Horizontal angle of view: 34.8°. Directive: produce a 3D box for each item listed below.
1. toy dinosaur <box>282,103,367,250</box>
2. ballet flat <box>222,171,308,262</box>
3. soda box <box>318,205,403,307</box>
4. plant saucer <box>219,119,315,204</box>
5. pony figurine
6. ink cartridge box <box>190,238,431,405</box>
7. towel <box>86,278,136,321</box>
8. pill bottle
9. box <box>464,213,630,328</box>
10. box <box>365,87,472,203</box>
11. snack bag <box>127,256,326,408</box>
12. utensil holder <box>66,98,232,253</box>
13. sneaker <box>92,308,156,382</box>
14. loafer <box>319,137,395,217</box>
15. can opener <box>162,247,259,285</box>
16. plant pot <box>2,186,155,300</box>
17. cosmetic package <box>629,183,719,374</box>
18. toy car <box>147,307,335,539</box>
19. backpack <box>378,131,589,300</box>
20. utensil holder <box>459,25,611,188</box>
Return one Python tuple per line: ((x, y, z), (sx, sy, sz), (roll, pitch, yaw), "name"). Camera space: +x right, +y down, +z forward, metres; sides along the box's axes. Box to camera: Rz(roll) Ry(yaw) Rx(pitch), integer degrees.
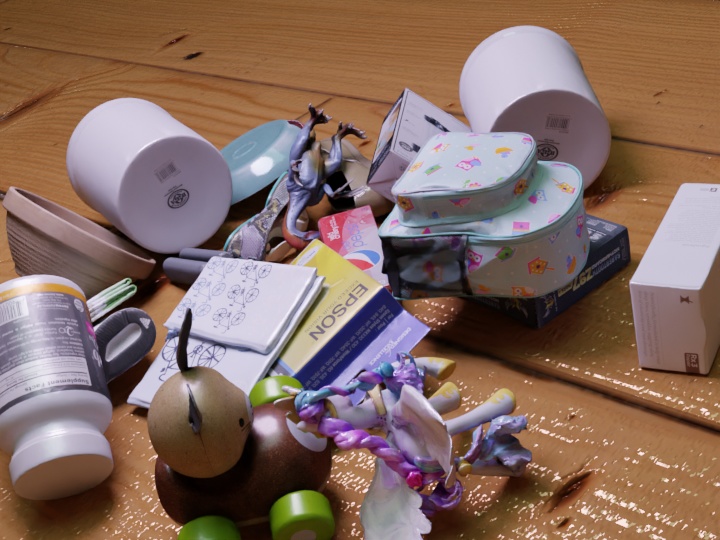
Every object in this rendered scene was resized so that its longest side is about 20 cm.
((-0.058, -0.109, 1.467), (0.182, 0.105, 0.200), (-66, 17, -9), "toy dinosaur")
((-0.106, -0.058, 1.479), (0.072, 0.072, 0.200), (1, 32, 24), "ballet flat")
((0.000, 0.000, 1.319), (0.070, 0.064, 0.200), (-15, 30, -2), "soda box")
((-0.157, -0.158, 1.628), (0.200, 0.036, 0.200), (-28, 23, 13), "plant saucer")
((0.047, 0.146, 0.963), (0.199, 0.167, 0.193), (-4, 34, -35), "pony figurine")
((-0.058, 0.078, 1.161), (0.198, 0.047, 0.200), (-45, 35, -9), "ink cartridge box")
((-0.357, 0.077, 1.301), (0.200, 0.031, 0.149), (-37, 7, -30), "towel")
((-0.310, 0.114, 1.129), (0.116, 0.116, 0.200), (-17, 61, -7), "pill bottle")
((0.176, -0.020, 1.291), (0.157, 0.051, 0.200), (-32, 35, -29), "box")
((0.081, -0.148, 1.486), (0.116, 0.060, 0.200), (30, 31, -11), "box")
((-0.148, 0.072, 1.195), (0.188, 0.021, 0.200), (8, 59, 46), "snack bag")
((-0.280, -0.126, 1.529), (0.170, 0.170, 0.200), (-26, 31, -21), "utensil holder")
((-0.313, 0.115, 1.270), (0.200, 0.076, 0.115), (-35, 6, -11), "sneaker")
((-0.024, -0.123, 1.530), (0.067, 0.076, 0.200), (-22, 29, -26), "loafer")
((-0.174, 0.009, 1.389), (0.053, 0.067, 0.200), (-32, 25, -30), "can opener")
((-0.366, -0.019, 1.433), (0.201, 0.201, 0.093), (30, 91, 51), "plant pot")
((0.330, 0.003, 1.137), (0.074, 0.102, 0.200), (5, 33, 31), "cosmetic package")
((-0.114, 0.128, 0.970), (0.157, 0.200, 0.165), (-15, 44, -2), "toy car")
((0.134, -0.055, 1.177), (0.199, 0.154, 0.176), (8, 34, 21), "backpack")
((0.221, -0.198, 1.468), (0.169, 0.170, 0.200), (-11, 32, 4), "utensil holder")
